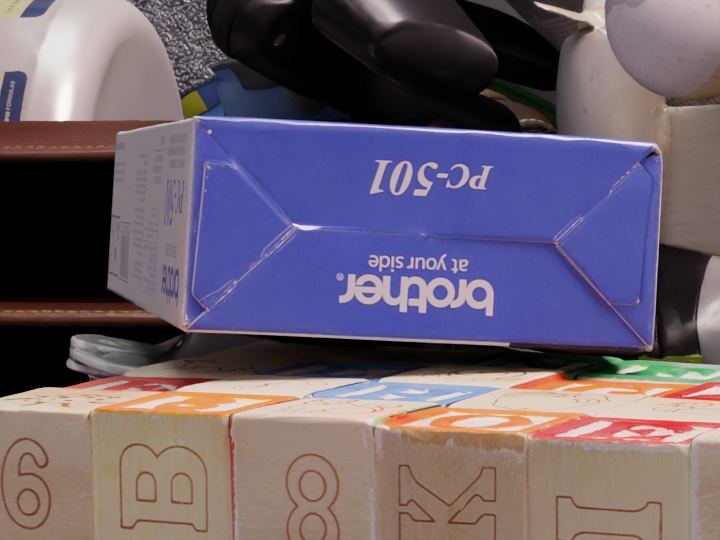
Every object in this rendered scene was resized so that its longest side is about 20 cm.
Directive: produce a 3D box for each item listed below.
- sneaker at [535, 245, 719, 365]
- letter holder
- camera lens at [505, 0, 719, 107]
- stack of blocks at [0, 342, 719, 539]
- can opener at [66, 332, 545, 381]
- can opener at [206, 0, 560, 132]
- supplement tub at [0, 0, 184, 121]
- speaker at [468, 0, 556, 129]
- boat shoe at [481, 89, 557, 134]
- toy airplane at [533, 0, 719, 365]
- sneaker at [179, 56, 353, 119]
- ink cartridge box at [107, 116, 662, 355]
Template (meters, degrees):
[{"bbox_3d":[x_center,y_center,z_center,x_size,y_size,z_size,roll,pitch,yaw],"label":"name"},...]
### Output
[{"bbox_3d":[0.075,0.013,0.913,0.083,0.072,0.200,-5,5,-19],"label":"sneaker"},{"bbox_3d":[-0.084,0.010,0.810,0.199,0.101,0.142,0,7,16],"label":"letter holder"},{"bbox_3d":[0.120,-0.126,0.891,0.200,0.160,0.160,40,-11,-19],"label":"camera lens"},{"bbox_3d":[0.041,0.051,0.517,0.200,0.059,0.115,1,5,27],"label":"stack of blocks"},{"bbox_3d":[0.025,0.050,0.654,0.199,0.067,0.053,12,1,-10],"label":"can opener"},{"bbox_3d":[0.014,-0.066,0.875,0.063,0.079,0.200,-39,-19,12],"label":"can opener"},{"bbox_3d":[-0.176,-0.029,1.034,0.199,0.145,0.145,0,5,14],"label":"supplement tub"},{"bbox_3d":[0.054,-0.108,1.039,0.200,0.089,0.088,29,11,11],"label":"speaker"},{"bbox_3d":[0.000,0.000,0.952,0.200,0.071,0.070,-31,34,-29],"label":"boat shoe"},{"bbox_3d":[0.118,-0.035,0.735,0.141,0.200,0.199,25,35,-26],"label":"toy airplane"},{"bbox_3d":[-0.020,-0.047,1.028,0.066,0.079,0.200,-20,-1,-13],"label":"sneaker"},{"bbox_3d":[-0.003,-0.009,0.632,0.094,0.044,0.200,3,2,-9],"label":"ink cartridge box"}]
